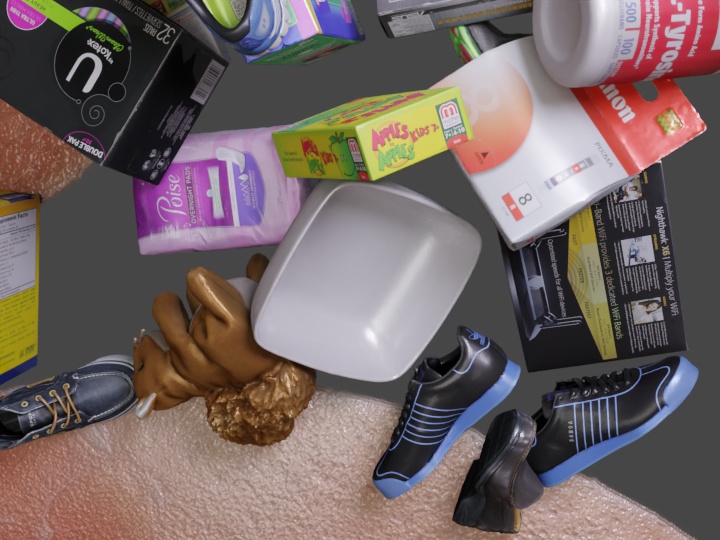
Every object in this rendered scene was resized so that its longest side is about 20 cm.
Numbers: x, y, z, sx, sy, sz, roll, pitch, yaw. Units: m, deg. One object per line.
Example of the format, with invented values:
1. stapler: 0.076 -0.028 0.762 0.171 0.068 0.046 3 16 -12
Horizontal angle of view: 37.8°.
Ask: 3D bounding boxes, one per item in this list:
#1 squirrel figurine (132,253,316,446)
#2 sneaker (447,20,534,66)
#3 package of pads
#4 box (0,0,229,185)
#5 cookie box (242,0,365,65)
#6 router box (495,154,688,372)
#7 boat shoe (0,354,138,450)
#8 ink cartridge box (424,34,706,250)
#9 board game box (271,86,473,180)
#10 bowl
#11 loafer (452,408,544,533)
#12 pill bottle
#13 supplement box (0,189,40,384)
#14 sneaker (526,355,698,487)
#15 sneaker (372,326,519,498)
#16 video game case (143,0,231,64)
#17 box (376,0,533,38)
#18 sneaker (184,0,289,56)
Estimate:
1. squirrel figurine: -0.148 0.106 1.092 0.186 0.141 0.200 -37 89 23
2. sneaker: 0.165 -0.192 1.000 0.200 0.077 0.084 38 92 -2
3. package of pads: -0.133 -0.083 1.080 0.198 0.076 0.121 -3 96 13
4. box: -0.259 -0.201 1.012 0.199 0.124 0.149 33 94 13
5. cookie box: -0.077 -0.278 0.963 0.075 0.200 0.172 -22 96 16
6. router box: 0.218 -0.009 1.000 0.156 0.052 0.201 -9 115 14
7. boat shoe: -0.332 0.153 1.162 0.199 0.091 0.071 -18 97 15
8. ink cartridge box: 0.176 -0.136 0.921 0.199 0.050 0.163 -33 76 9
9. board game box: 0.004 -0.121 0.939 0.101 0.200 0.048 -24 104 -21
10. bowl: 0.000 0.000 1.033 0.199 0.075 0.200 20 111 -33
11. loafer: 0.148 0.201 1.037 0.072 0.073 0.200 20 147 5
12. pill bottle: 0.254 -0.216 0.873 0.199 0.112 0.113 -8 100 -17
13. supplement box: -0.424 0.016 1.147 0.109 0.109 0.202 7 102 11
14. sneaker: 0.233 0.134 1.041 0.200 0.070 0.078 -39 98 18
15. sneaker: 0.068 0.142 1.068 0.078 0.070 0.200 40 105 -8
16. video game case: -0.258 -0.256 1.102 0.199 0.023 0.183 -24 95 17
17. box: 0.109 -0.309 0.961 0.199 0.048 0.160 -8 71 14
18. sneaker: -0.125 -0.265 0.826 0.078 0.089 0.201 -30 92 14
